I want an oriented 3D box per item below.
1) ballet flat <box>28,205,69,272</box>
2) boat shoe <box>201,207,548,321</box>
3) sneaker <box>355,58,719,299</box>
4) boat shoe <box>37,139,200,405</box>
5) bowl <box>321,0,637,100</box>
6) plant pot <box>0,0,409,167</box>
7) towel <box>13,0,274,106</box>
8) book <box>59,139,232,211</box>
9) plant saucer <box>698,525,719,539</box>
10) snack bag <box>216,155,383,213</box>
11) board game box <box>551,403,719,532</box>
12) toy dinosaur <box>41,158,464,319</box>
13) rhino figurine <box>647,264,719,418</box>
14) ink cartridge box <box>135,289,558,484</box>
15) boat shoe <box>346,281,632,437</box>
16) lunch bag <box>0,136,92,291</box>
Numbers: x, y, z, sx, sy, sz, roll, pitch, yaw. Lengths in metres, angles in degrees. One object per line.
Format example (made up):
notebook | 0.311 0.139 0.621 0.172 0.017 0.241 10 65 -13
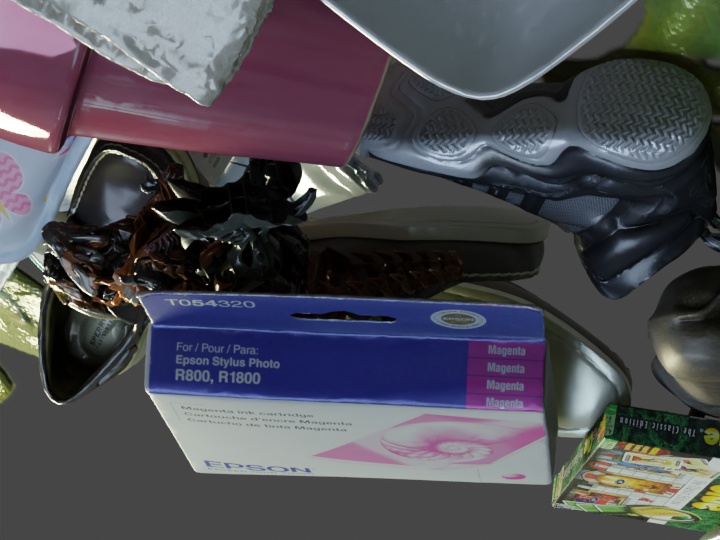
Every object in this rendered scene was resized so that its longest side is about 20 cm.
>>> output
ballet flat | -0.111 0.009 1.469 0.200 0.070 0.069 39 150 -23
boat shoe | 0.001 0.000 1.297 0.201 0.072 0.060 -2 95 19
sneaker | 0.087 -0.044 1.210 0.200 0.076 0.114 5 138 35
boat shoe | -0.135 0.002 1.370 0.073 0.065 0.200 23 137 8
bowl | 0.042 -0.188 1.003 0.200 0.075 0.200 38 132 -13
plant pot | -0.072 -0.133 1.131 0.179 0.200 0.200 18 151 -6
towel | -0.069 -0.170 0.974 0.132 0.034 0.200 31 120 -5
book | -0.177 -0.111 1.347 0.133 0.048 0.200 -5 137 44
plant saucer | 0.281 0.177 1.379 0.200 0.050 0.200 20 152 11
snack bag | -0.105 -0.089 1.380 0.189 0.021 0.200 42 149 -19
board game box | 0.167 0.109 1.340 0.104 0.024 0.200 7 165 -1
toy dinosaur | -0.056 -0.016 1.230 0.199 0.102 0.136 -11 138 -9
rhino figurine | 0.188 0.044 1.247 0.087 0.060 0.200 -4 163 8
ink cartridge box | -0.002 0.063 1.249 0.196 0.043 0.200 2 162 8
boat shoe | 0.060 0.027 1.362 0.201 0.060 0.072 23 118 14
lunch bag | -0.233 -0.072 1.288 0.169 0.127 0.200 28 146 -13
